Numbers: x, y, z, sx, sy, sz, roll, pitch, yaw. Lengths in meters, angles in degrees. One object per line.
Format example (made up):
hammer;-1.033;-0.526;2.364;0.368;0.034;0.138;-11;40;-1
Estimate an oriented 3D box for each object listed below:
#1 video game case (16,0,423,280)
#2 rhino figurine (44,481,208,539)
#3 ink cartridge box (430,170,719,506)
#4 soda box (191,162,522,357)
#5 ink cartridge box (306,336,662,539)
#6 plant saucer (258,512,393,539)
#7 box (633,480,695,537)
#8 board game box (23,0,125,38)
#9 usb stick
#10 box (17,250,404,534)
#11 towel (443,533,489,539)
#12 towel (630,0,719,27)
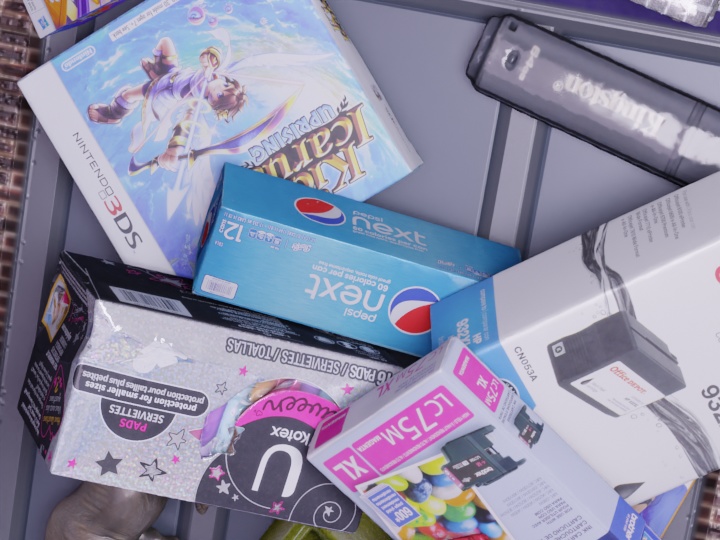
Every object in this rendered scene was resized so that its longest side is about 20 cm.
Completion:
video game case;-0.091;-0.095;1.372;0.200;0.045;0.182;-30;94;14
rhino figurine;-0.164;0.176;1.428;0.087;0.060;0.200;33;106;0
ink cartridge box;0.161;0.054;1.270;0.200;0.084;0.145;-25;114;14
soda box;0.000;0.000;1.327;0.199;0.068;0.064;17;115;-10
ink cartridge box;0.079;0.139;1.252;0.200;0.042;0.119;43;127;-16
plant saucer;-0.019;0.253;1.385;0.200;0.048;0.200;44;106;23
box;0.178;0.073;1.353;0.119;0.041;0.200;29;106;5
board game box;-0.186;-0.263;1.331;0.134;0.045;0.200;-20;96;41
usb stick;0.163;-0.099;1.327;0.200;0.033;0.056;26;105;6
box;-0.095;0.076;1.317;0.199;0.132;0.115;13;100;-20
towel;0.009;0.228;1.298;0.199;0.023;0.145;-10;116;27
towel;0.155;-0.251;1.275;0.199;0.086;0.166;22;104;6
